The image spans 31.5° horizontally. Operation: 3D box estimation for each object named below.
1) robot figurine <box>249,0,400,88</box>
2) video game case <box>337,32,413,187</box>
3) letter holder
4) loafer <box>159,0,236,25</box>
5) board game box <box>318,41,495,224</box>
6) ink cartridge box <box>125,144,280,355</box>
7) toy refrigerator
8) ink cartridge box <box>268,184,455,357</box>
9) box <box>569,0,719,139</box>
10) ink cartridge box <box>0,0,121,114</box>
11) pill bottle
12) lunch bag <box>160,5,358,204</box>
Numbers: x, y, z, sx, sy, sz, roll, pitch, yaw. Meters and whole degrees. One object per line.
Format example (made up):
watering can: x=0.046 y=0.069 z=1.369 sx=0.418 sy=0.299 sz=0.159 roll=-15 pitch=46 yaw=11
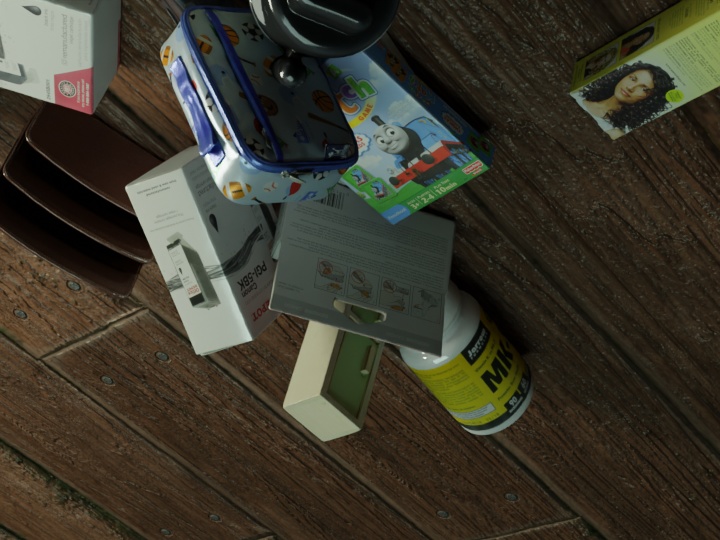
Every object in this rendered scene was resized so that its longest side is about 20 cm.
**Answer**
robot figurine: x=-0.036 y=-0.250 z=1.125 sx=0.149 sy=0.200 sz=0.126 roll=-32 pitch=105 yaw=-5
video game case: x=-0.021 y=-0.177 z=1.335 sx=0.180 sy=0.023 sz=0.201 roll=-14 pitch=131 yaw=33
letter holder: x=-0.313 y=-0.080 z=1.460 sx=0.199 sy=0.144 sz=0.100 roll=33 pitch=139 yaw=-19
loafer: x=-0.183 y=-0.278 z=1.240 sx=0.062 sy=0.073 sz=0.201 roll=-4 pitch=140 yaw=30
board game box: x=0.017 y=-0.145 z=1.311 sx=0.199 sy=0.037 sz=0.150 roll=39 pitch=136 yaw=-23
ink cartridge box: x=-0.153 y=-0.032 z=1.397 sx=0.082 sy=0.147 sz=0.203 roll=-14 pitch=106 yaw=28
toy refrigerator: x=-0.019 y=0.092 z=1.508 sx=0.069 sy=0.202 sz=0.076 roll=-22 pitch=127 yaw=38
ink cartridge box: x=0.000 y=0.000 z=1.390 sx=0.197 sy=0.179 sz=0.045 roll=17 pitch=148 yaw=-12
box: x=0.292 y=-0.197 z=1.172 sx=0.075 sy=0.051 sz=0.199 roll=38 pitch=136 yaw=-24
ink cartridge box: x=-0.352 y=-0.262 z=1.308 sx=0.197 sy=0.086 sz=0.147 roll=18 pitch=141 yaw=2
pill bottle: x=0.116 y=0.097 z=1.532 sx=0.113 sy=0.115 sz=0.200 roll=-15 pitch=132 yaw=34
lunch bag: x=-0.096 y=-0.153 z=1.191 sx=0.159 sy=0.202 sz=0.076 roll=-5 pitch=150 yaw=-45
